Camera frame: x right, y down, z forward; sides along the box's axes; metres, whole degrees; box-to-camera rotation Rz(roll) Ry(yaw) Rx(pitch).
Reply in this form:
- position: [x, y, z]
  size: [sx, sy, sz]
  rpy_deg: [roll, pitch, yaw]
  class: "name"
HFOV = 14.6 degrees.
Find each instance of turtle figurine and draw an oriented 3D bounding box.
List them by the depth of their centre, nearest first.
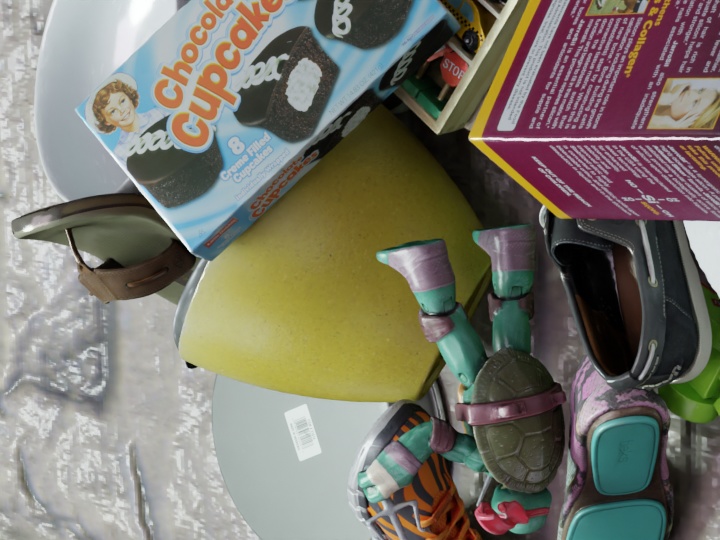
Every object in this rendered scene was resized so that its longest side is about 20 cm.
- position: [0.073, 0.078, 1.613]
  size: [0.100, 0.149, 0.201]
  rpy_deg: [-6, 93, 42]
  class: "turtle figurine"

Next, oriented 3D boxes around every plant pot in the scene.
- position: [0.000, 0.000, 1.708]
  size: [0.141, 0.200, 0.201]
  rpy_deg: [28, 120, 7]
  class: "plant pot"

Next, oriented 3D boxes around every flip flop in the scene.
- position: [-0.147, -0.002, 1.826]
  size: [0.081, 0.200, 0.058]
  rpy_deg: [-14, 65, 28]
  class: "flip flop"

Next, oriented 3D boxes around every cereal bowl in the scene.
- position: [-0.136, -0.133, 1.850]
  size: [0.200, 0.083, 0.201]
  rpy_deg: [-20, 67, 55]
  class: "cereal bowl"

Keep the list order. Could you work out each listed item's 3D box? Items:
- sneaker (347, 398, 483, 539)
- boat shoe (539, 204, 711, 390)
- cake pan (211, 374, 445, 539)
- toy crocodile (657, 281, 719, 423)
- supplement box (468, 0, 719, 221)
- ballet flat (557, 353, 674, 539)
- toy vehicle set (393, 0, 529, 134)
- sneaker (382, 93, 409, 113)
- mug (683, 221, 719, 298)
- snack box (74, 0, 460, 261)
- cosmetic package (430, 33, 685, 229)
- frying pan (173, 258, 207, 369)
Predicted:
- position: [0.060, 0.162, 1.713]
  size: [0.112, 0.078, 0.200]
  rpy_deg: [29, 154, 29]
  class: "sneaker"
- position: [0.132, -0.032, 1.536]
  size: [0.072, 0.067, 0.201]
  rpy_deg: [-27, 77, 47]
  class: "boat shoe"
- position: [-0.027, 0.105, 1.840]
  size: [0.200, 0.037, 0.202]
  rpy_deg: [10, 104, 43]
  class: "cake pan"
- position: [0.182, 0.025, 1.610]
  size: [0.200, 0.062, 0.068]
  rpy_deg: [46, 127, 34]
  class: "toy crocodile"
- position: [0.166, -0.091, 1.425]
  size: [0.199, 0.086, 0.111]
  rpy_deg: [3, 63, 49]
  class: "supplement box"
- position: [0.147, 0.114, 1.632]
  size: [0.201, 0.069, 0.071]
  rpy_deg: [87, 177, -50]
  class: "ballet flat"
- position: [0.015, -0.190, 1.634]
  size: [0.200, 0.026, 0.125]
  rpy_deg: [45, 125, 23]
  class: "toy vehicle set"
- position: [-0.003, -0.194, 1.724]
  size: [0.075, 0.087, 0.201]
  rpy_deg: [3, 102, 42]
  class: "sneaker"
- position: [0.248, 0.006, 1.475]
  size: [0.175, 0.147, 0.201]
  rpy_deg: [43, 126, 43]
  class: "mug"
- position: [-0.054, -0.115, 1.606]
  size: [0.200, 0.037, 0.116]
  rpy_deg: [-43, 72, 6]
  class: "snack box"
- position: [0.132, -0.109, 1.618]
  size: [0.200, 0.073, 0.104]
  rpy_deg: [30, 118, 38]
  class: "cosmetic package"
- position: [-0.080, -0.014, 1.786]
  size: [0.031, 0.115, 0.191]
  rpy_deg: [30, 140, 12]
  class: "frying pan"
